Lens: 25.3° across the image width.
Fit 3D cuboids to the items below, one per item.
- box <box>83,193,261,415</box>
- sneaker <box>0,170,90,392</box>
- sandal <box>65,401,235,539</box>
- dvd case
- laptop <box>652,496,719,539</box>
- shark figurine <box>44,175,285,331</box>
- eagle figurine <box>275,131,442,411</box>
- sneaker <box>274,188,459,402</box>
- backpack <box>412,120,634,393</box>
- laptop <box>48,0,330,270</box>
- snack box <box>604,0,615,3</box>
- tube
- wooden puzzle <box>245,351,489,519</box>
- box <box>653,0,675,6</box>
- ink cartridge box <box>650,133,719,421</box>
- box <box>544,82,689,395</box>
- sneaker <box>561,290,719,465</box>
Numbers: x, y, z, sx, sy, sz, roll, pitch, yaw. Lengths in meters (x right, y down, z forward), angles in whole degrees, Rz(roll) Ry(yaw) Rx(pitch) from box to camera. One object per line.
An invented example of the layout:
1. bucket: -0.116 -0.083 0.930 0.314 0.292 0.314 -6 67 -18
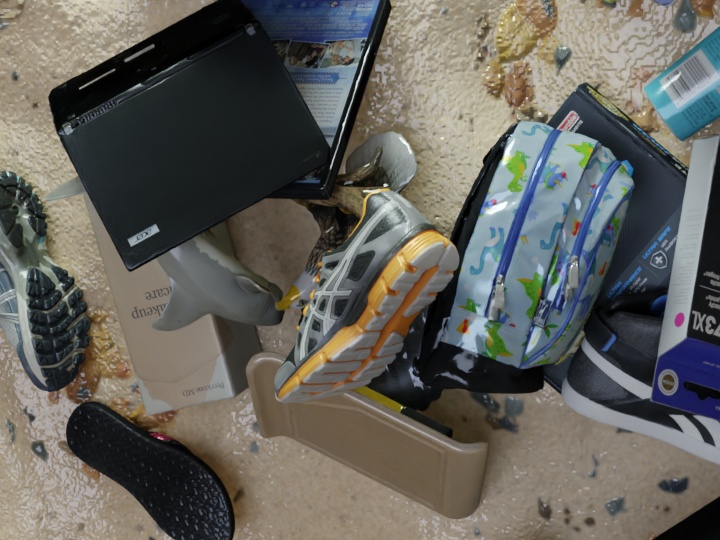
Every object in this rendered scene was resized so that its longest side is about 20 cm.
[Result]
1. box: -0.158 0.013 1.382 0.094 0.078 0.201 -14 95 20
2. sneaker: -0.311 0.016 1.451 0.086 0.077 0.201 -20 87 34
3. sandal: -0.182 0.180 1.450 0.199 0.045 0.075 32 105 26
4. dvd case: -0.064 -0.141 1.275 0.142 0.201 0.018 3 146 22
5. laptop: 0.256 0.269 1.233 0.103 0.177 0.202 1 101 20
6. shark figurine: -0.151 -0.003 1.266 0.214 0.128 0.090 39 91 -12
7. eagle figurine: -0.007 0.003 1.289 0.150 0.152 0.201 -16 131 4
8. sneaker: -0.005 0.024 1.173 0.200 0.078 0.077 -50 60 31
9. backpack: 0.123 -0.009 1.194 0.153 0.163 0.202 5 88 14
10. laptop: -0.139 -0.115 1.255 0.176 0.200 0.104 -28 114 -4
11. snack box: 0.198 -0.263 1.100 0.053 0.200 0.143 30 110 9
12. tube: 0.306 -0.175 1.198 0.200 0.050 0.078 -36 92 17
13. wooden puzzle: 0.008 0.132 1.309 0.199 0.185 0.037 21 68 10
14. box: 0.190 -0.304 1.218 0.200 0.032 0.121 39 111 8
15. ink cartridge box: 0.274 0.009 1.185 0.094 0.037 0.201 17 81 -26
16. box: 0.174 -0.022 1.274 0.159 0.046 0.200 42 112 8
17. sneaker: 0.263 0.079 1.222 0.199 0.073 0.112 15 116 -3
